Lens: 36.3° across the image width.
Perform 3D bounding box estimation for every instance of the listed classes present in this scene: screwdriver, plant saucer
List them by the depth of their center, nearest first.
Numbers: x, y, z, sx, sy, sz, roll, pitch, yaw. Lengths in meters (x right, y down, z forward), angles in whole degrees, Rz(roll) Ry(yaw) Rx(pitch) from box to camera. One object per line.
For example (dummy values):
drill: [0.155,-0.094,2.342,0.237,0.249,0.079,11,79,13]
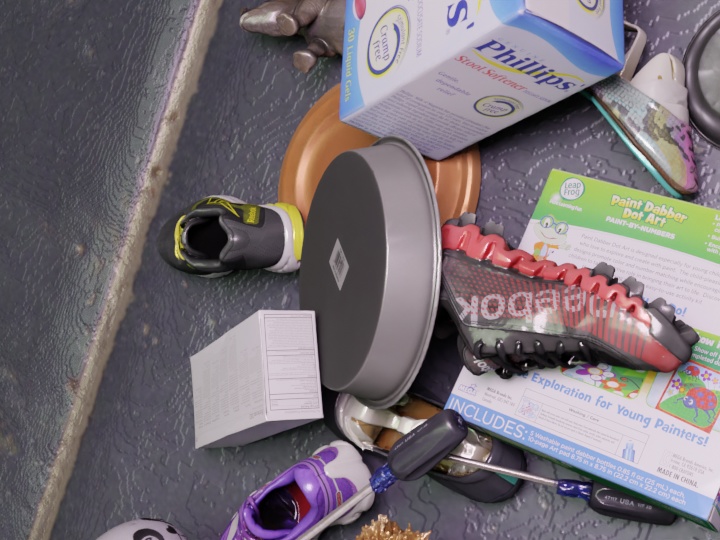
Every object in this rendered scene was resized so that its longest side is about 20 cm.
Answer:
screwdriver: [0.121,0.148,0.769,0.198,0.028,0.029,8,117,12]
screwdriver: [0.000,0.164,0.777,0.200,0.028,0.029,-45,44,22]
plant saucer: [0.006,-0.073,0.919,0.198,0.037,0.203,-7,78,33]

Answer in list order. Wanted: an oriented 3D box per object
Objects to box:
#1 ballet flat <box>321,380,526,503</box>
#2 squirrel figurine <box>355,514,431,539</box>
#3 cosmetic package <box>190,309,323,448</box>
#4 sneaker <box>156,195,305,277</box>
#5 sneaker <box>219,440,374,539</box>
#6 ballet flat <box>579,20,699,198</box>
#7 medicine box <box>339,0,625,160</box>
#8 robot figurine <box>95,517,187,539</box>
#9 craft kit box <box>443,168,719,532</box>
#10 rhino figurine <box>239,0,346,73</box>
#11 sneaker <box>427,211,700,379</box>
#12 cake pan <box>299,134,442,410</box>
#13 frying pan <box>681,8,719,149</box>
ballet flat: [0.035,0.118,0.848,0.199,0.073,0.074,21,94,35]
squirrel figurine: [0.026,0.278,0.756,0.141,0.186,0.201,-35,65,24]
cosmetic package: [-0.088,0.093,0.888,0.200,0.050,0.084,149,120,-63]
sneaker: [-0.132,-0.034,0.957,0.199,0.084,0.075,-3,86,50]
sneaker: [-0.074,0.201,0.887,0.200,0.083,0.081,-50,61,36]
ballet flat: [0.187,-0.139,0.791,0.071,0.069,0.200,-48,55,15]
medicine box: [0.083,-0.205,0.789,0.199,0.102,0.184,-23,58,51]
robot figurine: [-0.149,0.294,0.883,0.201,0.125,0.150,51,138,-6]
craft kit box: [0.182,0.045,0.748,0.199,0.048,0.199,19,80,34]
rhino figurine: [-0.029,-0.210,0.941,0.199,0.087,0.060,17,131,36]
sneaker: [0.119,0.036,0.719,0.199,0.071,0.099,23,79,37]
cake pan: [0.000,0.000,0.805,0.200,0.036,0.203,-176,90,-68]
frying pan: [0.279,-0.175,0.759,0.114,0.031,0.192,7,89,34]
